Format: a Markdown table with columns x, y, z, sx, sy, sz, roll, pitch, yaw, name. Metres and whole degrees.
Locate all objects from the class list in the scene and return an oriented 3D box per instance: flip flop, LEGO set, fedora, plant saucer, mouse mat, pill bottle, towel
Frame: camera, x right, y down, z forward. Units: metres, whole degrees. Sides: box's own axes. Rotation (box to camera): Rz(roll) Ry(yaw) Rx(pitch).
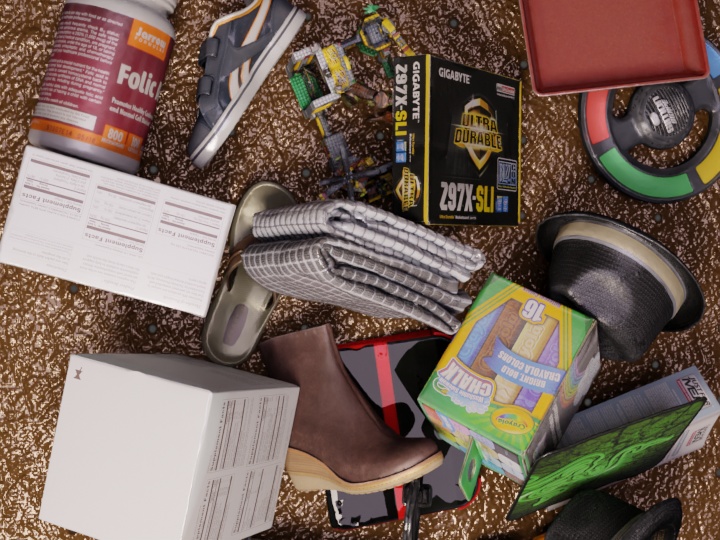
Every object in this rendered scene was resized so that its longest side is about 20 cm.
| x | y | z | sx | sy | sz | roll | pitch | yaw | name |
| --- | --- | --- | --- | --- | --- | --- | --- | --- | --- |
| -0.114 | 0.005 | 1.071 | 0.080 | 0.058 | 0.203 | 21 | 88 | -9 | flip flop |
| 0.007 | -0.173 | 1.056 | 0.151 | 0.116 | 0.204 | -15 | 94 | -8 | LEGO set |
| 0.240 | 0.286 | 1.030 | 0.091 | 0.201 | 0.202 | 33 | 85 | 33 | fedora |
| 0.267 | -0.291 | 1.116 | 0.196 | 0.037 | 0.203 | -7 | 81 | -5 | plant saucer |
| 0.248 | 0.195 | 1.037 | 0.197 | 0.162 | 0.008 | -15 | 57 | -16 | mouse mat |
| -0.251 | -0.208 | 1.016 | 0.112 | 0.114 | 0.203 | 16 | 89 | -9 | pill bottle |
| 0.256 | 0.030 | 1.060 | 0.199 | 0.200 | 0.092 | 34 | 69 | -8 | fedora |
| 0.000 | 0.000 | 1.013 | 0.198 | 0.165 | 0.087 | 21 | 76 | -29 | towel |

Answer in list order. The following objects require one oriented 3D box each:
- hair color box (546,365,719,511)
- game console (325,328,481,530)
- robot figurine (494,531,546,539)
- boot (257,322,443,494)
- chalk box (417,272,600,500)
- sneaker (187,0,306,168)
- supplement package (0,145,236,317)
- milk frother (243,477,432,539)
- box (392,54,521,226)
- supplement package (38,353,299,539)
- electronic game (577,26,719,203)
| x | y | z | sx | sy | sz | roll | pitch | yaw | name |
| --- | --- | --- | --- | --- | --- | --- | --- | --- | --- |
| 0.285 | 0.184 | 1.112 | 0.197 | 0.100 | 0.061 | -20 | 58 | -8 | hair color box |
| 0.039 | 0.174 | 1.118 | 0.173 | 0.031 | 0.204 | -9 | 92 | -4 | game console |
| 0.195 | 0.357 | 1.128 | 0.197 | 0.058 | 0.147 | -21 | 94 | -9 | robot figurine |
| -0.017 | 0.137 | 1.035 | 0.198 | 0.072 | 0.169 | -12 | 92 | 35 | boot |
| 0.143 | 0.132 | 1.031 | 0.123 | 0.125 | 0.201 | 26 | 72 | 26 | chalk box |
| -0.138 | -0.205 | 1.054 | 0.079 | 0.078 | 0.202 | 33 | 75 | -13 | sneaker |
| -0.234 | -0.035 | 1.002 | 0.197 | 0.156 | 0.113 | 16 | 88 | -9 | supplement package |
| -0.028 | 0.299 | 1.051 | 0.185 | 0.181 | 0.203 | 12 | 64 | -10 | milk frother |
| 0.103 | -0.126 | 1.046 | 0.049 | 0.199 | 0.163 | 4 | 93 | 35 | box |
| -0.175 | 0.169 | 0.972 | 0.149 | 0.200 | 0.154 | 11 | 89 | 19 | supplement package |
| 0.340 | -0.177 | 1.148 | 0.196 | 0.042 | 0.204 | 0 | 92 | -9 | electronic game |
